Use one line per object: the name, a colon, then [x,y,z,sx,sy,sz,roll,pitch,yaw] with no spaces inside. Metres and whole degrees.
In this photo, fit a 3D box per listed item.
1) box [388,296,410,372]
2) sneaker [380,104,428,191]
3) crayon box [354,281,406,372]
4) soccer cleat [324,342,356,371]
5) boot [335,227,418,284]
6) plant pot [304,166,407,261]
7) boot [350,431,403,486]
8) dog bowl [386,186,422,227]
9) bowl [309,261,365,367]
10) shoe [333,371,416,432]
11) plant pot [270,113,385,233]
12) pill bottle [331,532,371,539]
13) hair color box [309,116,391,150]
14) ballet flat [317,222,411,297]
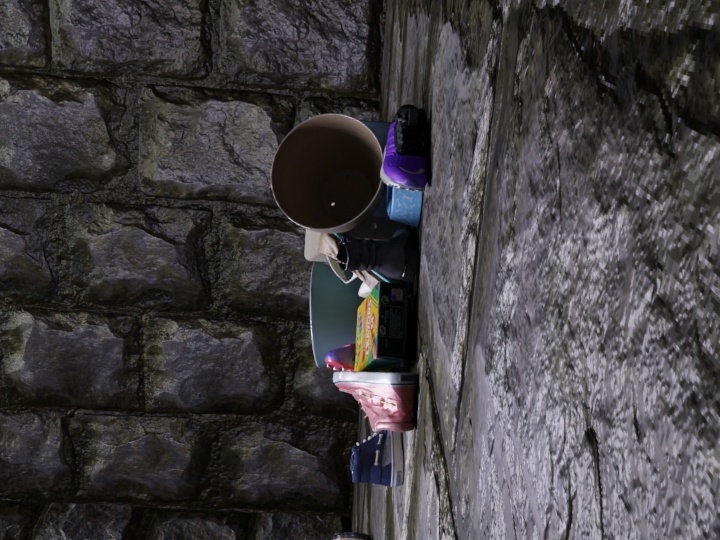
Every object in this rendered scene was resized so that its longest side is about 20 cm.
box: [0.064,0.159,1.462,0.110,0.034,0.203,97,175,-67]
sneaker: [0.072,-0.199,1.285,0.201,0.069,0.101,-94,15,-58]
crayon box: [0.028,0.109,1.407,0.200,0.050,0.129,122,152,-68]
soccer cleat: [0.006,0.152,1.523,0.199,0.066,0.078,15,-96,-50]
boot: [0.025,-0.039,1.404,0.200,0.130,0.071,-98,19,-77]
plant pot: [0.005,-0.119,1.605,0.177,0.197,0.203,164,109,-78]
boot: [0.027,0.316,1.493,0.200,0.089,0.074,-93,6,-75]
dog bowl: [0.074,-0.140,1.425,0.200,0.049,0.113,-91,4,-77]
bowl: [-0.034,0.082,1.593,0.201,0.103,0.204,-3,-90,-85]
shoe: [0.018,0.207,1.320,0.199,0.071,0.092,-9,79,56]
plant pot: [-0.040,-0.151,1.435,0.134,0.197,0.203,40,-129,-71]
pill bottle: [-0.027,0.797,2.174,0.112,0.110,0.202,96,176,-62]
hair color box: [0.001,-0.253,1.572,0.099,0.197,0.062,-101,15,-83]
ballet flat: [0.000,0.000,1.467,0.073,0.199,0.068,-59,-15,25]
